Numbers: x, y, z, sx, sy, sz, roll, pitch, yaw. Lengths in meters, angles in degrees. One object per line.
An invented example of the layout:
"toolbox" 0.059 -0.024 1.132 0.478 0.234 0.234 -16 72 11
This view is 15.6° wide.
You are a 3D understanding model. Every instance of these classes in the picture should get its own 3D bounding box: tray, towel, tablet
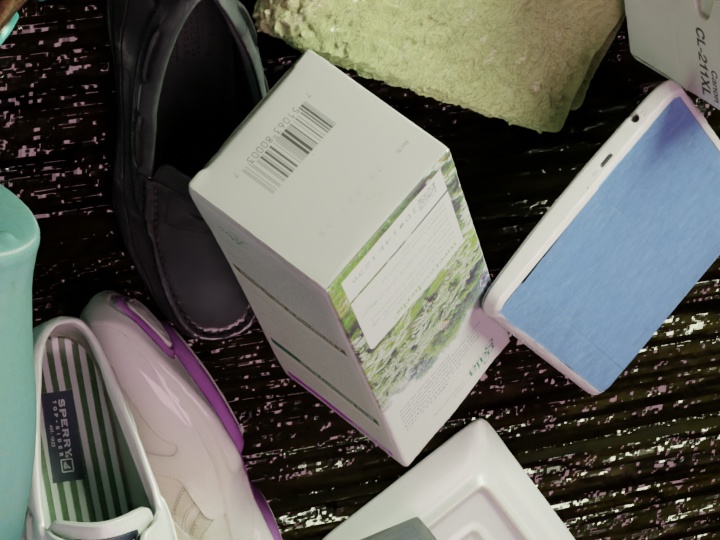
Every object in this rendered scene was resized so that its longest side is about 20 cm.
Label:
"tray" 0.067 0.169 1.365 0.107 0.022 0.200 -39 131 -1
"towel" 0.052 -0.141 1.126 0.199 0.036 0.149 10 111 -43
"tablet" 0.124 -0.011 1.220 0.130 0.014 0.200 -50 157 2

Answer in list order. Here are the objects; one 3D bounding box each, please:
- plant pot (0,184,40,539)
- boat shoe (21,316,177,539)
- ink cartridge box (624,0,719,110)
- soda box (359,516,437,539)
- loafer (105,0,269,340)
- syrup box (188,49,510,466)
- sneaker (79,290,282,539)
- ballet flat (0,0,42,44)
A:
"plant pot" -0.212 0.050 1.028 0.199 0.200 0.189 8 110 -32
"boat shoe" -0.113 0.116 1.088 0.073 0.201 0.067 -16 168 -22
"ink cartridge box" 0.208 -0.179 1.142 0.199 0.083 0.146 -30 131 -22
"soda box" -0.045 0.193 1.268 0.199 0.063 0.069 -21 105 -8
"loafer" -0.069 -0.048 1.112 0.068 0.070 0.202 -17 128 -17
"syrup box" 0.000 0.000 1.121 0.079 0.081 0.200 -49 157 -12
"sneaker" -0.098 0.099 1.192 0.099 0.075 0.201 -27 130 -10
"ballet flat" -0.138 -0.118 0.964 0.200 0.068 0.072 -41 107 14
